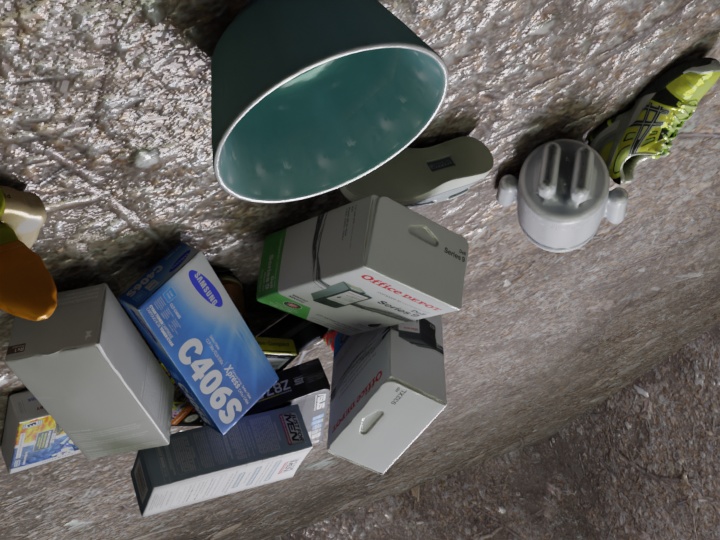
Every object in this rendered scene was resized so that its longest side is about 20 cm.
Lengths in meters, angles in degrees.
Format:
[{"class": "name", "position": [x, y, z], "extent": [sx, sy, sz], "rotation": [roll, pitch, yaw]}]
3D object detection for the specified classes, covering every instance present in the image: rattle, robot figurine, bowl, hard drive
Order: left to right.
[{"class": "rattle", "position": [-0.340, 0.028, 0.855], "extent": [0.199, 0.144, 0.130], "rotation": [-38, 176, 17]}, {"class": "hard drive", "position": [-0.110, 0.098, 1.359], "extent": [0.199, 0.033, 0.140], "rotation": [-35, -171, 24]}, {"class": "bowl", "position": [-0.040, -0.153, 0.798], "extent": [0.199, 0.106, 0.201], "rotation": [-22, 161, -8]}, {"class": "robot figurine", "position": [0.258, -0.093, 1.291], "extent": [0.167, 0.114, 0.200], "rotation": [12, 164, 12]}]

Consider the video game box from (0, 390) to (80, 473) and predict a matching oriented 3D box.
[{"class": "video game box", "position": [-0.385, 0.200, 1.360], "extent": [0.180, 0.047, 0.200], "rotation": [-17, 159, -30]}]

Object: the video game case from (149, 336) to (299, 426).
[{"class": "video game case", "position": [-0.200, 0.137, 1.234], "extent": [0.179, 0.026, 0.200], "rotation": [7, 143, -38]}]

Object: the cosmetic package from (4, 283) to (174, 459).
[{"class": "cosmetic package", "position": [-0.283, 0.113, 1.077], "extent": [0.105, 0.091, 0.201], "rotation": [-9, 136, 7]}]

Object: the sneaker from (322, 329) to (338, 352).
[{"class": "sneaker", "position": [0.003, 0.082, 1.403], "extent": [0.077, 0.086, 0.200], "rotation": [-31, -177, -22]}]

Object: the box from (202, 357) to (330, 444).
[{"class": "box", "position": [-0.125, 0.196, 1.307], "extent": [0.159, 0.049, 0.201], "rotation": [-19, 154, -16]}]

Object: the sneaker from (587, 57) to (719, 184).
[{"class": "sneaker", "position": [0.378, -0.186, 1.257], "extent": [0.075, 0.077, 0.200], "rotation": [-4, 150, -41]}]

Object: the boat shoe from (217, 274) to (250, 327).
[{"class": "boat shoe", "position": [-0.167, 0.066, 1.239], "extent": [0.075, 0.075, 0.200], "rotation": [-22, 160, -4]}]

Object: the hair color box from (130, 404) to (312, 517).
[{"class": "hair color box", "position": [-0.167, 0.227, 1.203], "extent": [0.198, 0.061, 0.099], "rotation": [-9, 152, -26]}]

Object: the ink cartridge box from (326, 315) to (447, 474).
[{"class": "ink cartridge box", "position": [0.031, 0.118, 1.215], "extent": [0.083, 0.201, 0.146], "rotation": [26, 124, -17]}]

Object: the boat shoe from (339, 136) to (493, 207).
[{"class": "boat shoe", "position": [0.057, -0.095, 1.110], "extent": [0.199, 0.071, 0.072], "rotation": [-14, 156, -31]}]

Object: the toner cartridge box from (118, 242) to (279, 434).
[{"class": "toner cartridge box", "position": [-0.173, 0.077, 1.103], "extent": [0.095, 0.043, 0.201], "rotation": [-45, 129, -24]}]

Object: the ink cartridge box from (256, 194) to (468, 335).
[{"class": "ink cartridge box", "position": [0.000, 0.000, 1.107], "extent": [0.145, 0.085, 0.199], "rotation": [23, 156, -33]}]
